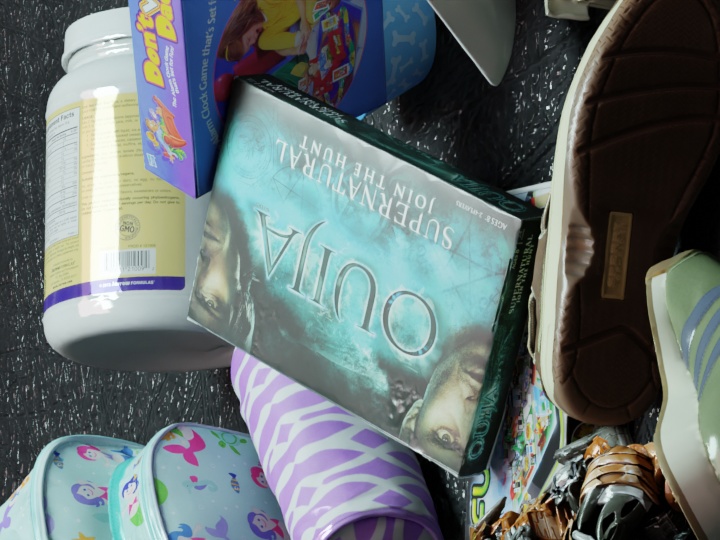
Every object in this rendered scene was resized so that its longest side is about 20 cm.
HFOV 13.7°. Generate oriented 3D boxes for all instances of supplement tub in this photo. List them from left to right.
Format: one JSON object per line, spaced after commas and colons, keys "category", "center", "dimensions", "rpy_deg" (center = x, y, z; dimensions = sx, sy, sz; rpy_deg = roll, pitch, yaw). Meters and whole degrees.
{"category": "supplement tub", "center": [-0.121, -0.048, 1.826], "dimensions": [0.145, 0.145, 0.201], "rpy_deg": [149, 123, -63]}

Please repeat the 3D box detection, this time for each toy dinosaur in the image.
{"category": "toy dinosaur", "center": [0.112, 0.120, 1.287], "dimensions": [0.200, 0.102, 0.136], "rpy_deg": [127, 154, -56]}

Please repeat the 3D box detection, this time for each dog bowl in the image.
{"category": "dog bowl", "center": [-0.024, -0.156, 1.674], "dimensions": [0.200, 0.049, 0.112], "rpy_deg": [34, 137, 52]}

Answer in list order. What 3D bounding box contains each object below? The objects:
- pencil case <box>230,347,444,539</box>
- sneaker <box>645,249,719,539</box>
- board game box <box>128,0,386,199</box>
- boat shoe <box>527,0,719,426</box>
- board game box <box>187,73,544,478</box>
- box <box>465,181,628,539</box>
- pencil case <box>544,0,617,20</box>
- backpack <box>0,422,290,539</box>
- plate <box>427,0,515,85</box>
{"category": "pencil case", "center": [-0.014, 0.104, 1.618], "dimensions": [0.200, 0.084, 0.086], "rpy_deg": [-110, 20, -50]}
{"category": "sneaker", "center": [0.169, 0.040, 1.209], "dimensions": [0.067, 0.090, 0.200], "rpy_deg": [60, -164, -20]}
{"category": "board game box", "center": [-0.053, -0.154, 1.514], "dimensions": [0.045, 0.134, 0.201], "rpy_deg": [30, 135, 39]}
{"category": "boat shoe", "center": [0.112, -0.035, 1.339], "dimensions": [0.075, 0.074, 0.203], "rpy_deg": [-155, 80, -76]}
{"category": "board game box", "center": [0.000, 0.000, 1.469], "dimensions": [0.200, 0.028, 0.136], "rpy_deg": [28, 114, 38]}
{"category": "box", "center": [0.090, 0.061, 1.427], "dimensions": [0.110, 0.035, 0.201], "rpy_deg": [169, 105, -67]}
{"category": "pencil case", "center": [0.120, -0.213, 1.355], "dimensions": [0.090, 0.077, 0.201], "rpy_deg": [-113, 34, -62]}
{"category": "backpack", "center": [-0.108, 0.176, 1.670], "dimensions": [0.151, 0.199, 0.178], "rpy_deg": [-51, 37, 38]}
{"category": "plate", "center": [0.026, -0.220, 1.449], "dimensions": [0.032, 0.200, 0.200], "rpy_deg": [-26, 36, 22]}
